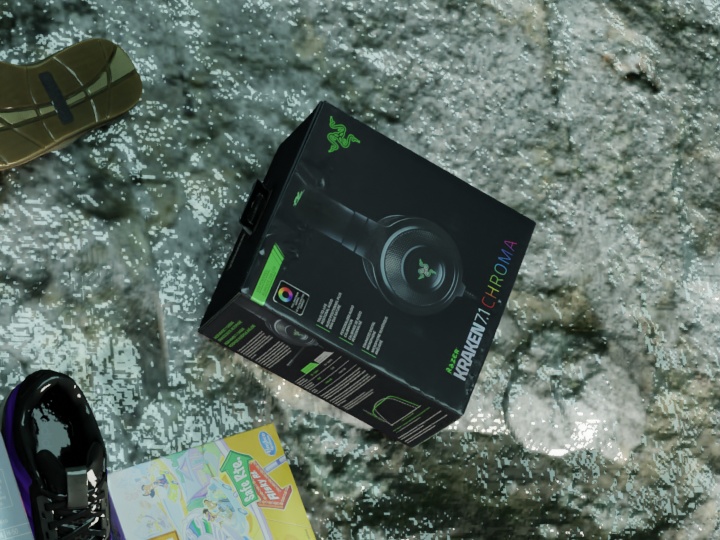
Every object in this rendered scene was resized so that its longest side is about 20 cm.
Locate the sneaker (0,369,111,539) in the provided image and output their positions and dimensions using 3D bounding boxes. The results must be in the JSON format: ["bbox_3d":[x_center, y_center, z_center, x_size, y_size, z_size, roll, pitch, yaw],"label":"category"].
[{"bbox_3d":[-0.196,0.159,1.554,0.069,0.100,0.201,-7,74,-24],"label":"sneaker"}]

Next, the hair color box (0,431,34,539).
[{"bbox_3d":[-0.277,0.107,1.538,0.060,0.099,0.201,-14,78,-28],"label":"hair color box"}]

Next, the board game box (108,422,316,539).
[{"bbox_3d":[-0.089,0.219,1.621,0.134,0.034,0.201,-16,79,-28],"label":"board game box"}]

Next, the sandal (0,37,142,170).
[{"bbox_3d":[-0.241,-0.113,1.667,0.200,0.054,0.081,-22,87,-44],"label":"sandal"}]

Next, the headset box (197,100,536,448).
[{"bbox_3d":[0.000,0.000,1.708,0.200,0.093,0.175,30,61,-12],"label":"headset box"}]
